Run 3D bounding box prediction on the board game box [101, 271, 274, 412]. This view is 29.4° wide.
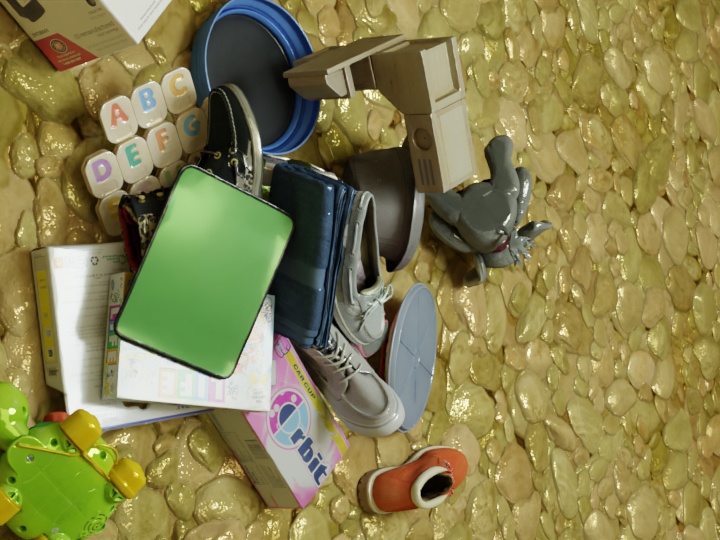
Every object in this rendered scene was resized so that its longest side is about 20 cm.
[{"bbox_3d":[-0.186,0.083,1.515,0.199,0.034,0.136,9,78,-39],"label":"board game box"}]

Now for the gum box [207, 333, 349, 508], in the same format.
[{"bbox_3d":[-0.102,0.182,1.652,0.114,0.066,0.201,-48,118,-39],"label":"gum box"}]

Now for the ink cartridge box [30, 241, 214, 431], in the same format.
[{"bbox_3d":[-0.258,0.069,1.510,0.197,0.047,0.202,-5,90,-45],"label":"ink cartridge box"}]

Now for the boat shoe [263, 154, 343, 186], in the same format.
[{"bbox_3d":[-0.125,-0.108,1.682,0.199,0.093,0.075,10,99,-20],"label":"boat shoe"}]

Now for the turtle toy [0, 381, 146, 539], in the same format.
[{"bbox_3d":[-0.321,0.195,1.378,0.146,0.101,0.200,-41,118,-11],"label":"turtle toy"}]

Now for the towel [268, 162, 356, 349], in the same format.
[{"bbox_3d":[-0.067,-0.018,1.572,0.048,0.111,0.202,-12,118,-44],"label":"towel"}]

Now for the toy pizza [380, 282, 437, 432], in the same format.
[{"bbox_3d":[0.061,0.116,1.834,0.200,0.031,0.202,6,90,-71],"label":"toy pizza"}]

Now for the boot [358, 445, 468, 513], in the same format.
[{"bbox_3d":[0.100,0.282,1.833,0.199,0.107,0.076,-13,92,-50],"label":"boot"}]

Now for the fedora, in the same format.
[{"bbox_3d":[0.021,-0.094,1.796,0.090,0.177,0.201,6,51,-13],"label":"fedora"}]

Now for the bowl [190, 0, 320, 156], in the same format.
[{"bbox_3d":[-0.131,-0.240,1.711,0.200,0.039,0.202,10,76,-47],"label":"bowl"}]

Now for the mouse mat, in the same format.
[{"bbox_3d":[-0.166,0.004,1.484,0.160,0.008,0.201,27,82,-34],"label":"mouse mat"}]

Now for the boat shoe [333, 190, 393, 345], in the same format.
[{"bbox_3d":[0.001,-0.001,1.639,0.074,0.064,0.203,-38,125,-51],"label":"boat shoe"}]

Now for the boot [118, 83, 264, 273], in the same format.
[{"bbox_3d":[-0.186,-0.097,1.499,0.153,0.073,0.205,-9,99,-31],"label":"boot"}]

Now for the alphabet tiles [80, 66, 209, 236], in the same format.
[{"bbox_3d":[-0.217,-0.121,1.553,0.199,0.015,0.197,-30,123,-26],"label":"alphabet tiles"}]

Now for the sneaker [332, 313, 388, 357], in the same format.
[{"bbox_3d":[-0.027,0.011,1.738,0.079,0.095,0.202,-24,115,-42],"label":"sneaker"}]

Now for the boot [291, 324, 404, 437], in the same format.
[{"bbox_3d":[-0.028,0.119,1.653,0.073,0.200,0.096,-41,132,-14],"label":"boot"}]

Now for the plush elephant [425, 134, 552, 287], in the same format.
[{"bbox_3d":[0.183,-0.067,1.962,0.164,0.155,0.201,-30,70,-7],"label":"plush elephant"}]

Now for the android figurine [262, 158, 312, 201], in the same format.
[{"bbox_3d":[-0.119,-0.036,1.626,0.181,0.041,0.201,6,108,-30],"label":"android figurine"}]

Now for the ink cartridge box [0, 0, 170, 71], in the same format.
[{"bbox_3d":[-0.319,-0.322,1.438,0.200,0.144,0.085,51,50,-29],"label":"ink cartridge box"}]

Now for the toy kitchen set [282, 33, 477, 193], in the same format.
[{"bbox_3d":[0.007,-0.181,1.687,0.163,0.199,0.182,-31,116,-46],"label":"toy kitchen set"}]
